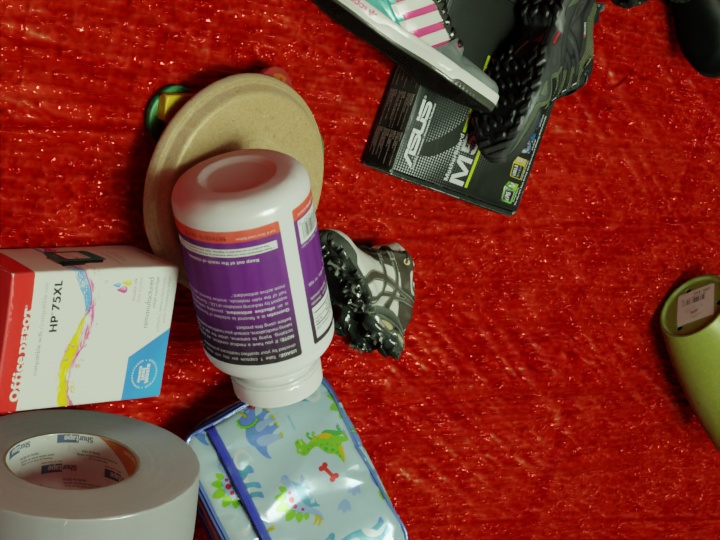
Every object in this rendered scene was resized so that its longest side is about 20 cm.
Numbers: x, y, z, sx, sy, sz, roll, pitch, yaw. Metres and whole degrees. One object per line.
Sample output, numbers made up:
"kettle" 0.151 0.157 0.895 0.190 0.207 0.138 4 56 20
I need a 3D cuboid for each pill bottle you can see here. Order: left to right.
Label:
"pill bottle" -0.084 0.009 1.369 0.112 0.112 0.200 -30 126 -33

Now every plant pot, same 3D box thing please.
"plant pot" 0.443 0.100 1.973 0.200 0.187 0.187 44 75 -30

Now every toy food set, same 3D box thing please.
"toy food set" -0.107 -0.077 1.428 0.200 0.049 0.198 -3 109 -43

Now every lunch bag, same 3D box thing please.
"lunch bag" -0.064 0.205 1.486 0.161 0.082 0.200 -24 85 -14

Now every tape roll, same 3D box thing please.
"tape roll" -0.227 0.177 1.306 0.200 0.200 0.066 -11 115 -41

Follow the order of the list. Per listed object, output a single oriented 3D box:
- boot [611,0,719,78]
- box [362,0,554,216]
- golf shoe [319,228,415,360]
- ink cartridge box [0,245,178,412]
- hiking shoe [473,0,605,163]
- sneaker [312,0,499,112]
"boot" 0.326 -0.287 1.741 0.158 0.079 0.211 -29 115 -42
"box" 0.109 -0.168 1.604 0.193 0.047 0.200 17 94 -48
"golf shoe" 0.000 0.000 1.549 0.095 0.078 0.200 -64 154 -21
"ink cartridge box" -0.249 0.045 1.325 0.200 0.067 0.116 -4 109 -43
"hiking shoe" 0.180 -0.183 1.581 0.101 0.076 0.200 30 83 -42
"sneaker" 0.063 -0.237 1.481 0.200 0.084 0.121 34 83 -23
